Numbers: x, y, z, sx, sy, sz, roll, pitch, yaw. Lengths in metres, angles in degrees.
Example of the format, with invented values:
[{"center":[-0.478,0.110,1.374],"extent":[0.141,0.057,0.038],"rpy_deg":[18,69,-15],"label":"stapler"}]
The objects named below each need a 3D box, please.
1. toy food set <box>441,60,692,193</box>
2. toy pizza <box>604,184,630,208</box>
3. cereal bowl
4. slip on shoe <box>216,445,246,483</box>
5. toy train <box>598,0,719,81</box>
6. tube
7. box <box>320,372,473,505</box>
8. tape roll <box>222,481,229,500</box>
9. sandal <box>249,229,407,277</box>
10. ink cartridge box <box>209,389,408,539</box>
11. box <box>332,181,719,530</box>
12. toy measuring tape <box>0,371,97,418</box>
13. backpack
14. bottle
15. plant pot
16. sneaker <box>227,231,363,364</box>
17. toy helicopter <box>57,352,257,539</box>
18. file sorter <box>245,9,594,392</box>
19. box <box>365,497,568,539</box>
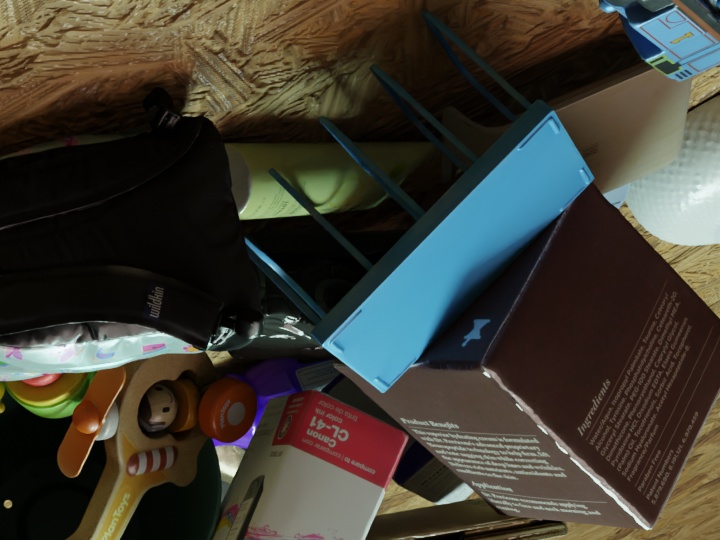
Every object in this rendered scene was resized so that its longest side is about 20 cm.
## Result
[{"center":[0.153,-0.109,1.598],"extent":[0.200,0.060,0.144],"rpy_deg":[-24,151,-12],"label":"toy food set"},{"center":[0.124,-0.042,1.754],"extent":[0.200,0.032,0.200],"rpy_deg":[-23,160,-9],"label":"toy pizza"},{"center":[0.321,-0.079,1.821],"extent":[0.200,0.083,0.200],"rpy_deg":[-22,159,-9],"label":"cereal bowl"},{"center":[-0.116,0.158,1.930],"extent":[0.076,0.061,0.200],"rpy_deg":[-38,157,32],"label":"slip on shoe"},{"center":[0.210,-0.189,1.410],"extent":[0.114,0.087,0.200],"rpy_deg":[-26,161,21],"label":"toy train"},{"center":[-0.027,-0.063,1.500],"extent":[0.058,0.052,0.200],"rpy_deg":[8,-172,37],"label":"tube"},{"center":[0.089,0.091,1.788],"extent":[0.184,0.105,0.200],"rpy_deg":[-42,162,2],"label":"box"},{"center":[-0.148,0.230,2.069],"extent":[0.200,0.066,0.200],"rpy_deg":[-22,161,-8],"label":"tape roll"},{"center":[-0.001,0.000,1.624],"extent":[0.200,0.048,0.075],"rpy_deg":[-1,166,-23],"label":"sandal"},{"center":[-0.056,0.194,1.607],"extent":[0.200,0.086,0.148],"rpy_deg":[-64,-168,-13],"label":"ink cartridge box"},{"center":[0.127,0.058,1.545],"extent":[0.200,0.164,0.166],"rpy_deg":[44,154,-29],"label":"box"},{"center":[-0.186,0.054,1.569],"extent":[0.200,0.074,0.074],"rpy_deg":[-26,160,2],"label":"toy measuring tape"},{"center":[-0.173,-0.003,1.324],"extent":[0.200,0.167,0.127],"rpy_deg":[-11,162,-19],"label":"backpack"},{"center":[-0.060,0.105,1.856],"extent":[0.200,0.065,0.084],"rpy_deg":[-15,159,-27],"label":"bottle"},{"center":[-0.218,0.182,1.684],"extent":[0.201,0.201,0.161],"rpy_deg":[-18,165,-19],"label":"plant pot"},{"center":[-0.083,0.025,1.552],"extent":[0.200,0.076,0.091],"rpy_deg":[24,140,-31],"label":"sneaker"},{"center":[-0.169,0.138,1.567],"extent":[0.132,0.079,0.200],"rpy_deg":[34,79,-49],"label":"toy helicopter"},{"center":[0.027,-0.045,1.411],"extent":[0.200,0.123,0.139],"rpy_deg":[-46,157,0],"label":"file sorter"},{"center":[0.049,0.202,1.694],"extent":[0.163,0.021,0.200],"rpy_deg":[-8,179,-16],"label":"box"}]
